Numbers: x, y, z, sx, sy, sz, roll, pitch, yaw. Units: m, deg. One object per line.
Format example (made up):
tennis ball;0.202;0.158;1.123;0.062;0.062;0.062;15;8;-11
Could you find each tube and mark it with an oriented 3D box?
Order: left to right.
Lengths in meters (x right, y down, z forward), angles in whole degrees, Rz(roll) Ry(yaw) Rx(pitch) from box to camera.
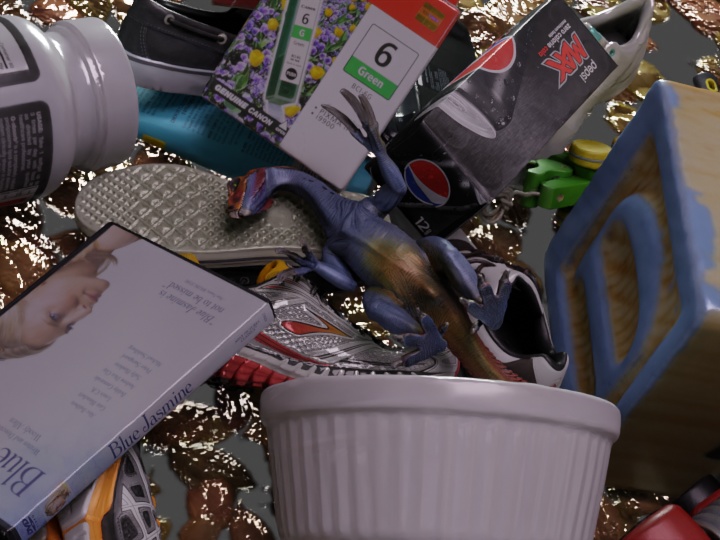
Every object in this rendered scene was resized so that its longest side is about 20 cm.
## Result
tube;-0.084;-0.088;1.285;0.199;0.050;0.078;25;38;3

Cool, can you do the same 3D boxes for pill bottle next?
pill bottle;-0.242;-0.091;1.170;0.199;0.116;0.116;-14;60;-32

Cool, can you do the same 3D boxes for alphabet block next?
alphabet block;0.249;0.025;1.238;0.199;0.197;0.196;10;52;-16

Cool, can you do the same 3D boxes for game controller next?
game controller;0.042;-0.127;1.342;0.104;0.042;0.200;29;33;-26

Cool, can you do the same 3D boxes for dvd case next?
dvd case;-0.164;0.057;1.081;0.142;0.018;0.200;25;55;37

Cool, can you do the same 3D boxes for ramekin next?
ramekin;0.043;0.118;1.082;0.202;0.202;0.095;6;79;-19

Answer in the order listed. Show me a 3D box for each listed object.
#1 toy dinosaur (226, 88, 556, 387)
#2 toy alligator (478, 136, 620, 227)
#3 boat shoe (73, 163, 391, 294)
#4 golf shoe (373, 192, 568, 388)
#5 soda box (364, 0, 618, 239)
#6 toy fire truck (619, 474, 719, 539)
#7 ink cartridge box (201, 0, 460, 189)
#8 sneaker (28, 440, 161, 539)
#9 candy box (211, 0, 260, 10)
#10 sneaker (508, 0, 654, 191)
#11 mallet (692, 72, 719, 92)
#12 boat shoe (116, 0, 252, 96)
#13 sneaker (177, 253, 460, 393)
toy dinosaur;0.000;0.000;1.159;0.105;0.200;0.181;-38;38;-14
toy alligator;0.141;-0.062;1.344;0.200;0.060;0.054;-7;27;-38
boat shoe;-0.081;-0.020;1.222;0.199;0.062;0.075;5;55;-7
golf shoe;0.075;0.011;1.237;0.078;0.095;0.200;-9;58;-37
soda box;0.088;-0.101;1.258;0.071;0.063;0.200;49;44;-5
toy fire truck;0.224;0.159;1.098;0.176;0.200;0.129;-26;66;-37
ink cartridge box;0.000;-0.164;1.215;0.109;0.200;0.050;34;10;-5
sneaker;-0.139;0.150;1.063;0.077;0.078;0.200;35;35;-34
candy box;-0.033;-0.222;1.334;0.116;0.057;0.200;8;23;-1
sneaker;0.143;-0.136;1.387;0.075;0.089;0.200;40;56;7
mallet;0.284;-0.071;1.437;0.066;0.041;0.200;13;46;-12
boat shoe;-0.074;-0.149;1.298;0.200;0.057;0.069;-2;31;-41
sneaker;-0.033;0.036;1.167;0.199;0.078;0.082;12;81;-16
